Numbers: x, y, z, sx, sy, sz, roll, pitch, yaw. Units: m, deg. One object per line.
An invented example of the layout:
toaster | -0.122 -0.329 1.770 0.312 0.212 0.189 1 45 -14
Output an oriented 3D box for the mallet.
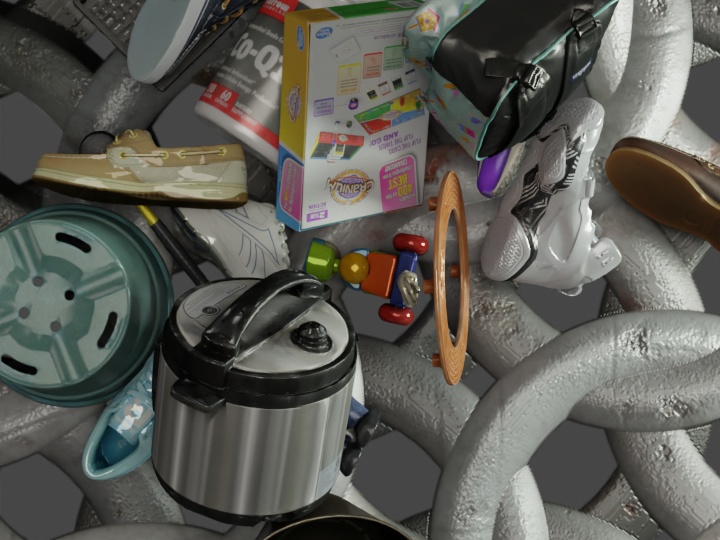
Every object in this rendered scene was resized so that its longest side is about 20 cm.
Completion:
mallet | -0.206 -0.054 1.641 0.041 0.066 0.200 -38 106 -2

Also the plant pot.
plant pot | -0.278 0.032 1.550 0.200 0.196 0.201 0 89 -2

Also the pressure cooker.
pressure cooker | -0.089 0.097 1.461 0.178 0.176 0.200 1 121 -14

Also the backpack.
backpack | 0.128 -0.199 1.517 0.153 0.200 0.176 41 78 15

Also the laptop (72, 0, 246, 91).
laptop | -0.200 -0.308 1.610 0.177 0.103 0.200 -45 91 -3

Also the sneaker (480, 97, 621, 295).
sneaker | 0.206 -0.065 1.621 0.115 0.075 0.200 19 111 -22

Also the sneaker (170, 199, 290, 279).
sneaker | -0.100 -0.018 1.608 0.087 0.075 0.200 -35 74 -12

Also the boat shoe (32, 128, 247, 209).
boat shoe | -0.203 -0.097 1.568 0.199 0.074 0.067 5 82 -12

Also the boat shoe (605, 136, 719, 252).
boat shoe | 0.334 -0.075 1.659 0.200 0.070 0.070 32 49 -5

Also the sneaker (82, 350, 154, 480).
sneaker | -0.192 0.127 1.571 0.074 0.082 0.200 36 114 3

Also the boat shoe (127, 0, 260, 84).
boat shoe | -0.141 -0.257 1.606 0.091 0.071 0.200 15 113 -45

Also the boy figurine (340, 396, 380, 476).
boy figurine | -0.078 0.114 1.625 0.200 0.064 0.125 32 96 -4

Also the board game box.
board game box | -0.004 -0.147 1.575 0.153 0.040 0.201 -12 117 -36

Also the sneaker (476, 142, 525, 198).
sneaker | 0.121 -0.173 1.648 0.099 0.070 0.201 11 84 4

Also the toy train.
toy train | 0.000 0.000 1.567 0.115 0.200 0.085 11 90 2

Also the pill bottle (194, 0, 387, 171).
pill bottle | -0.060 -0.203 1.610 0.114 0.114 0.200 33 87 -2

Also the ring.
ring | 0.080 0.007 1.573 0.019 0.200 0.201 -1 88 11

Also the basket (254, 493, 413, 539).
basket | -0.034 0.275 1.552 0.180 0.200 0.136 -10 93 -4
